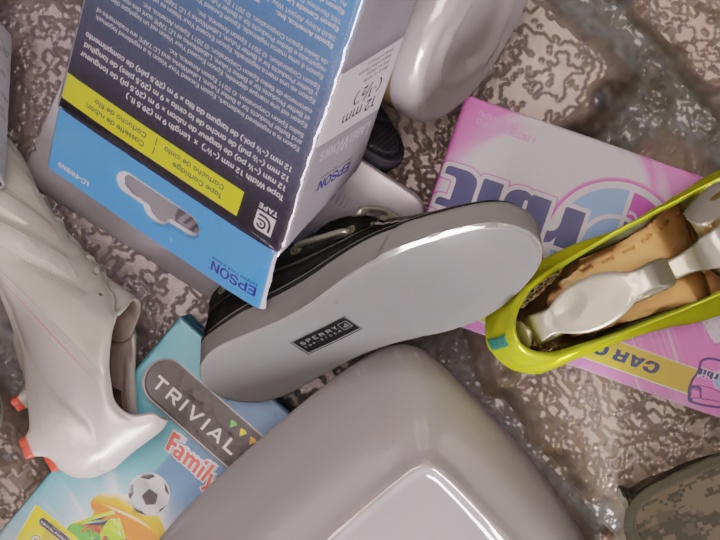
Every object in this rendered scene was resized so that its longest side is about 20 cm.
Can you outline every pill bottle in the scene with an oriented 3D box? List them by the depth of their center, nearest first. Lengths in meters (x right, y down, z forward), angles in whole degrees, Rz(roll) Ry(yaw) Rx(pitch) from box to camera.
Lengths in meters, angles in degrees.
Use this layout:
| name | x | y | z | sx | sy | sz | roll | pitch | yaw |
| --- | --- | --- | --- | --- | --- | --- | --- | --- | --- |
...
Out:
| name | x | y | z | sx | sy | sz | roll | pitch | yaw |
| --- | --- | --- | --- | --- | --- | --- | --- | --- | --- |
| pill bottle | -0.019 | -0.170 | 1.152 | 0.199 | 0.111 | 0.111 | 34 | 92 | 18 |

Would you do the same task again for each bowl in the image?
| name | x | y | z | sx | sy | sz | roll | pitch | yaw |
| --- | --- | --- | --- | --- | --- | --- | --- | --- | --- |
| bowl | 0.016 | 0.166 | 1.161 | 0.199 | 0.075 | 0.200 | -40 | 112 | -1 |

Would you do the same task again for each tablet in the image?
| name | x | y | z | sx | sy | sz | roll | pitch | yaw |
| --- | --- | --- | --- | --- | --- | --- | --- | --- | --- |
| tablet | -0.075 | -0.041 | 1.198 | 0.199 | 0.014 | 0.130 | 33 | 126 | 3 |

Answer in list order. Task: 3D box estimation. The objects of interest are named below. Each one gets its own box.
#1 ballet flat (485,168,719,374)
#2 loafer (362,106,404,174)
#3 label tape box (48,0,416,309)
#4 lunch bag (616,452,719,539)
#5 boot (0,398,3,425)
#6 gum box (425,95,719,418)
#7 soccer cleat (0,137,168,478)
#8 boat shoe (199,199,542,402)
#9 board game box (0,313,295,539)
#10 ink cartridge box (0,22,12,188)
| name | x | y | z | sx | sy | sz | roll | pitch | yaw |
| --- | --- | --- | --- | --- | --- | --- | --- | --- | --- |
| ballet flat | 0.154 | -0.003 | 1.124 | 0.199 | 0.067 | 0.067 | -25 | 87 | 0 |
| loafer | -0.064 | -0.108 | 1.212 | 0.200 | 0.072 | 0.063 | 43 | 116 | 7 |
| label tape box | -0.063 | -0.102 | 1.101 | 0.143 | 0.066 | 0.201 | 33 | 130 | 17 |
| lunch bag | 0.218 | 0.137 | 1.122 | 0.163 | 0.200 | 0.118 | -19 | 89 | 4 |
| boot | -0.260 | 0.070 | 1.157 | 0.144 | 0.200 | 0.073 | -31 | 115 | 3 |
| gum box | 0.129 | -0.004 | 1.193 | 0.199 | 0.066 | 0.114 | 19 | 90 | 3 |
| soccer cleat | -0.156 | 0.011 | 1.193 | 0.077 | 0.069 | 0.201 | -23 | 71 | 11 |
| boat shoe | 0.000 | 0.000 | 1.137 | 0.199 | 0.071 | 0.064 | -23 | 46 | 27 |
| board game box | -0.101 | 0.148 | 1.215 | 0.151 | 0.047 | 0.200 | 40 | 92 | 2 |
| ink cartridge box | -0.283 | -0.117 | 1.214 | 0.198 | 0.044 | 0.175 | -7 | 65 | 13 |
